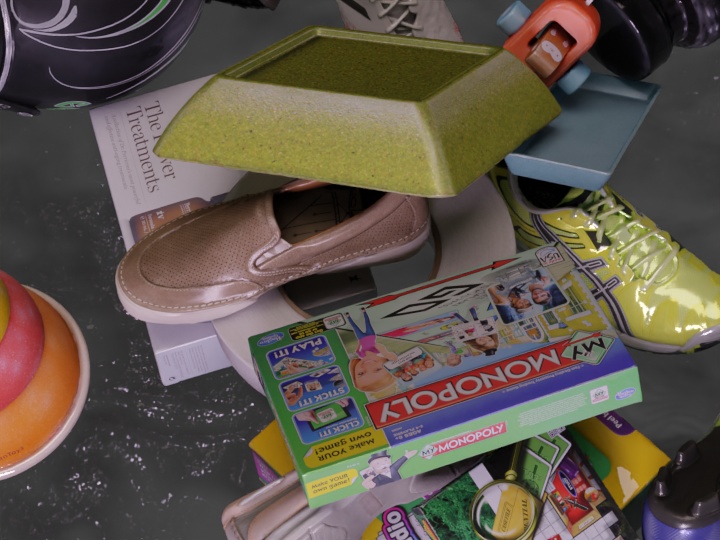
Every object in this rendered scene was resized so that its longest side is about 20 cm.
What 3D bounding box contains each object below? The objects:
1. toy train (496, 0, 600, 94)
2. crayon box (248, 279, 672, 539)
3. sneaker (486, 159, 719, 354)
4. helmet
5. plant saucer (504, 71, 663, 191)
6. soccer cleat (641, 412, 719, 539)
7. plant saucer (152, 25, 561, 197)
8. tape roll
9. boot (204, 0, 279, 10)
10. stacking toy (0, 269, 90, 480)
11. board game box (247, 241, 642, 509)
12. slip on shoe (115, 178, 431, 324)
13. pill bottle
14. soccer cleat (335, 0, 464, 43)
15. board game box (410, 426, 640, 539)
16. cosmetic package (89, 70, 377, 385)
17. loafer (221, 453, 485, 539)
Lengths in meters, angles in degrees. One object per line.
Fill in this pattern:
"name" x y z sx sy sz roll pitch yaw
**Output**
"toy train" 0.097 -0.205 1.499 0.200 0.150 0.056 46 30 -11
"crayon box" 0.062 0.124 1.449 0.173 0.058 0.200 -42 64 -15
"sneaker" 0.155 -0.015 1.505 0.200 0.076 0.075 31 68 22
"helmet" -0.195 -0.212 1.590 0.190 0.200 0.200 -20 57 -32
"plant saucer" 0.145 -0.092 1.519 0.070 0.019 0.200 12 24 12
"soccer cleat" 0.239 0.119 1.430 0.065 0.084 0.200 29 46 33
"plant saucer" 0.002 -0.107 1.456 0.199 0.048 0.200 9 23 23
"tape roll" 0.000 0.000 1.475 0.202 0.037 0.203 -4 58 7
"boot" -0.083 -0.273 1.674 0.200 0.069 0.174 28 88 55
"stacking toy" -0.254 0.032 1.454 0.146 0.200 0.146 -2 60 4
"board game box" 0.046 0.057 1.365 0.200 0.029 0.135 -17 36 -7
"slip on shoe" -0.056 -0.022 1.440 0.199 0.061 0.076 -11 58 2
"pill bottle" 0.234 -0.223 1.595 0.200 0.112 0.112 -41 64 -16
"soccer cleat" 0.013 -0.196 1.575 0.069 0.085 0.200 -38 104 -15
"board game box" 0.126 0.193 1.370 0.105 0.023 0.200 -34 90 -14
"cosmetic package" -0.085 -0.037 1.562 0.150 0.052 0.200 -16 60 -6
"loafer" 0.006 0.110 1.394 0.200 0.072 0.063 -36 55 -9
